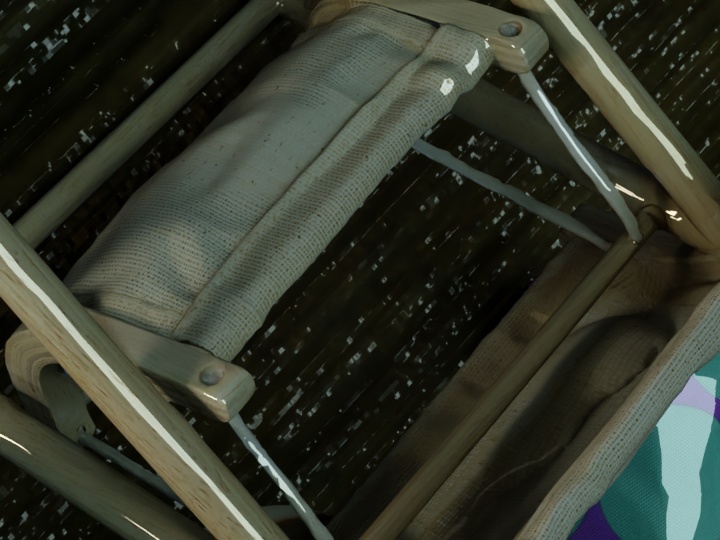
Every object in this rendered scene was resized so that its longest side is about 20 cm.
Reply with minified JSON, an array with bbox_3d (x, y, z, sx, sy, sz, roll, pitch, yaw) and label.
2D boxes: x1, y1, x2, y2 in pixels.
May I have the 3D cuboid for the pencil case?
[{"bbox_3d":[0.098,0.103,0.926,0.092,0.085,0.201,-11,102,-71],"label":"pencil case"}]

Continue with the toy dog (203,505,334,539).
[{"bbox_3d":[-0.008,0.170,0.837,0.194,0.139,0.201,-32,108,-40],"label":"toy dog"}]

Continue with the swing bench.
[{"bbox_3d":[0.000,0.000,0.777,0.200,0.130,0.199,41,61,5],"label":"swing bench"}]
